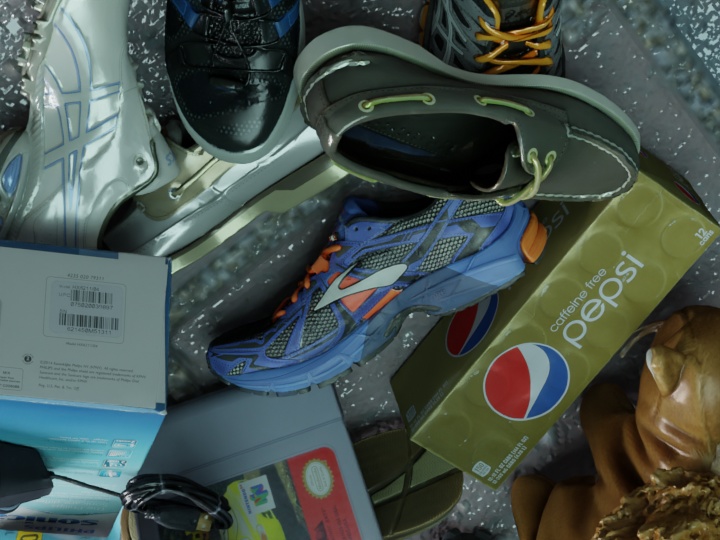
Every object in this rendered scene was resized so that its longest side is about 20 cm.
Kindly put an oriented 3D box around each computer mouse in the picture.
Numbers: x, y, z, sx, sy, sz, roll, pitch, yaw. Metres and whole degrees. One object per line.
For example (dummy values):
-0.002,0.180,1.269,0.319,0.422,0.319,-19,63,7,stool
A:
-0.150,0.114,1.004,0.198,0.034,0.059,13,151,-29,computer mouse

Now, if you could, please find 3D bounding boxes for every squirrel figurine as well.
0.180,0.124,1.123,0.140,0.201,0.188,14,127,-10,squirrel figurine

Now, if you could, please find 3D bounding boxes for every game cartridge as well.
-0.051,0.160,1.121,0.132,0.202,0.041,-20,164,2,game cartridge

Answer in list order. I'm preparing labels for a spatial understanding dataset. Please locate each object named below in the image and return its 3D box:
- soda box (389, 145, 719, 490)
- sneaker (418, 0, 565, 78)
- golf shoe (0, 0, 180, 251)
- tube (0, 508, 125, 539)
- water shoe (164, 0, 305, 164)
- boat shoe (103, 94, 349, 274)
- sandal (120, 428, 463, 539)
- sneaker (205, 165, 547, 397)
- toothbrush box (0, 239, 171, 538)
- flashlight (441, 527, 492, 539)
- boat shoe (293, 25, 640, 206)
0.106,0.021,1.133,0.067,0.064,0.200,31,108,-24,soda box
0.071,-0.132,1.039,0.077,0.077,0.202,-14,122,-6,sneaker
-0.129,-0.084,1.012,0.096,0.078,0.202,20,106,-5,golf shoe
-0.228,0.127,1.142,0.198,0.051,0.078,5,124,-19,tube
-0.064,-0.151,0.977,0.071,0.079,0.202,4,98,8,water shoe
-0.085,-0.046,1.065,0.199,0.075,0.069,-30,99,8,boat shoe
-0.038,0.143,1.174,0.198,0.081,0.054,-13,161,-8,sandal
0.000,0.000,1.105,0.199,0.075,0.079,-29,103,7,sneaker
-0.183,0.063,1.034,0.145,0.086,0.200,6,153,-12,toothbrush box
0.040,0.253,1.246,0.068,0.068,0.202,3,115,-41,flashlight
0.060,-0.063,1.016,0.200,0.061,0.072,13,134,-29,boat shoe
